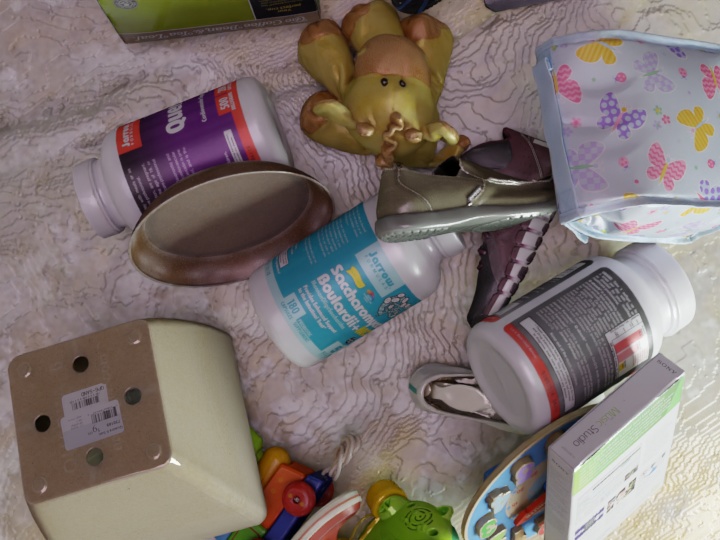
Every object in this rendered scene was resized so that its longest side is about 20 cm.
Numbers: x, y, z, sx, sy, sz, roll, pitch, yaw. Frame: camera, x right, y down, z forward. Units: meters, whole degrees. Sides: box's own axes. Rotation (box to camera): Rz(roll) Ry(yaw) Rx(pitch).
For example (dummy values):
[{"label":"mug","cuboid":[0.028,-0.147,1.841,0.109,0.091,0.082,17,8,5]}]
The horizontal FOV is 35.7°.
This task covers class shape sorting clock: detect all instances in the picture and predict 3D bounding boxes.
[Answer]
[{"label":"shape sorting clock","cuboid":[0.181,0.200,1.058,0.200,0.200,0.039,-40,59,5]}]

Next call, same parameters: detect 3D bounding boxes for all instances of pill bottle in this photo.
[{"label":"pill bottle","cuboid":[0.000,0.000,1.071,0.199,0.111,0.111,-32,92,11]},{"label":"pill bottle","cuboid":[-0.170,-0.102,1.079,0.199,0.112,0.113,-21,93,4]},{"label":"pill bottle","cuboid":[0.209,0.057,1.048,0.199,0.116,0.117,-29,93,-18]}]

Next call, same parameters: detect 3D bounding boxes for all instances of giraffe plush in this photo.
[{"label":"giraffe plush","cuboid":[0.021,-0.158,1.040,0.171,0.162,0.202,-18,93,4]}]

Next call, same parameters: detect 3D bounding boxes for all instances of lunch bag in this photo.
[{"label":"lunch bag","cuboid":[0.241,-0.117,1.004,0.199,0.127,0.171,0,73,-33]}]

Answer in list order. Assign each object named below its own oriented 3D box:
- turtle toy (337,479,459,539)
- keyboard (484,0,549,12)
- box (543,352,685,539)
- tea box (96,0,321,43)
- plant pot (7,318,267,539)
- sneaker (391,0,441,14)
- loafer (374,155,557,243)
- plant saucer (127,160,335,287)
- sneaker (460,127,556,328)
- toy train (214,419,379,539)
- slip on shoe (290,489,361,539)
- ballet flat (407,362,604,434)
[{"label":"turtle toy","cuboid":[0.035,0.314,1.099,0.101,0.146,0.201,32,97,-35]},{"label":"keyboard","cuboid":[0.208,-0.335,1.090,0.198,0.021,0.128,-13,94,3]},{"label":"box","cuboid":[0.231,0.181,1.031,0.144,0.201,0.036,-35,55,-21]},{"label":"tea box","cuboid":[-0.146,-0.314,1.007,0.198,0.197,0.135,-6,75,2]},{"label":"plant pot","cuboid":[-0.219,0.147,1.035,0.198,0.177,0.201,-16,67,4]},{"label":"sneaker","cuboid":[0.101,-0.325,1.051,0.199,0.076,0.077,-30,66,-6]},{"label":"loafer","cuboid":[0.100,-0.071,0.994,0.199,0.075,0.070,-8,84,-31]},{"label":"plant saucer","cuboid":[-0.123,-0.046,1.054,0.199,0.200,0.032,-22,65,4]},{"label":"sneaker","cuboid":[0.123,-0.048,1.097,0.115,0.076,0.201,27,86,7]},{"label":"toy train","cuboid":[-0.081,0.196,1.120,0.115,0.085,0.201,36,95,13]},{"label":"slip on shoe","cuboid":[-0.053,0.299,1.091,0.061,0.074,0.201,35,97,15]},{"label":"ballet flat","cuboid":[0.145,0.130,1.106,0.198,0.069,0.070,6,95,2]}]
